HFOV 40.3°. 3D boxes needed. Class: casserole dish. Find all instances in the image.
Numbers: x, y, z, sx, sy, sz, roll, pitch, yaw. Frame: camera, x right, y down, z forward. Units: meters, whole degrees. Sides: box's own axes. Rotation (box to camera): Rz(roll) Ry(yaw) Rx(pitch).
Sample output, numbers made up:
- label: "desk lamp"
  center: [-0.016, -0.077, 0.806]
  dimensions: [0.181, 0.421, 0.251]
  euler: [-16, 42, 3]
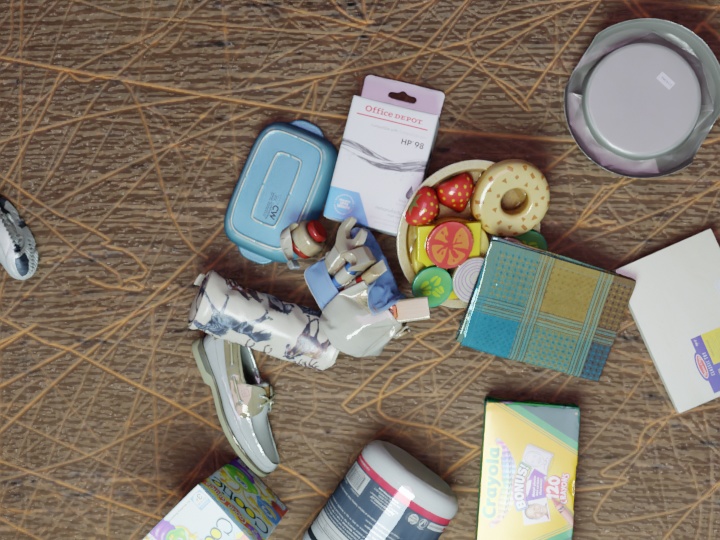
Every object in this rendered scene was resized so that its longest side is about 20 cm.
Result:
- label: "casserole dish"
  center: [-0.108, -0.105, 1.294]
  dimensions: [0.121, 0.039, 0.201]
  euler: [23, 92, 6]

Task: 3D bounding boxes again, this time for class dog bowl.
- label: "dog bowl"
  center: [0.354, -0.213, 1.243]
  dimensions: [0.199, 0.059, 0.201]
  euler: [0, 89, 5]

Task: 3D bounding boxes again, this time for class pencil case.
- label: "pencil case"
  center: [-0.121, 0.062, 1.249]
  dimensions: [0.199, 0.090, 0.078]
  euler: [19, 116, -9]

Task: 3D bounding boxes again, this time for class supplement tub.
- label: "supplement tub"
  center: [0.015, 0.327, 1.221]
  dimensions: [0.140, 0.140, 0.200]
  euler: [35, 92, 5]

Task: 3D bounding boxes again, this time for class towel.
- label: "towel"
  center: [0.231, 0.050, 1.231]
  dimensions: [0.199, 0.022, 0.147]
  euler: [15, 104, -11]

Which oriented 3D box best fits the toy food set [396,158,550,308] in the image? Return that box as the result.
- label: "toy food set"
  center: [0.142, -0.040, 1.229]
  dimensions: [0.199, 0.049, 0.199]
  euler: [-6, 110, -15]

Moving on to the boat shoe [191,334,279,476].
- label: "boat shoe"
  center: [-0.148, 0.166, 1.273]
  dimensions: [0.068, 0.075, 0.201]
  euler: [-27, 85, 10]

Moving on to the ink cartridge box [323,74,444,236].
- label: "ink cartridge box"
  center: [0.033, -0.151, 1.267]
  dimensions: [0.115, 0.067, 0.201]
  euler: [14, 90, 6]

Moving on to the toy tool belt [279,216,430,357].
- label: "toy tool belt"
  center: [0.000, 0.000, 1.216]
  dimensions: [0.123, 0.125, 0.200]
  euler: [-36, 73, 24]

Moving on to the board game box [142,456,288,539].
- label: "board game box"
  center: [-0.175, 0.315, 1.209]
  dimensions: [0.105, 0.200, 0.103]
  euler: [-45, 85, 2]

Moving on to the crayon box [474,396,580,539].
- label: "crayon box"
  center: [0.210, 0.266, 1.245]
  dimensions: [0.118, 0.058, 0.201]
  euler: [4, 89, 5]

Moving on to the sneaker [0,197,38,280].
- label: "sneaker"
  center: [-0.527, -0.049, 1.312]
  dimensions: [0.129, 0.079, 0.200]
  euler: [-34, 86, 5]

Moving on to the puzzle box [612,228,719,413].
- label: "puzzle box"
  center: [0.421, 0.064, 1.246]
  dimensions: [0.133, 0.025, 0.201]
  euler: [-23, 87, 4]
